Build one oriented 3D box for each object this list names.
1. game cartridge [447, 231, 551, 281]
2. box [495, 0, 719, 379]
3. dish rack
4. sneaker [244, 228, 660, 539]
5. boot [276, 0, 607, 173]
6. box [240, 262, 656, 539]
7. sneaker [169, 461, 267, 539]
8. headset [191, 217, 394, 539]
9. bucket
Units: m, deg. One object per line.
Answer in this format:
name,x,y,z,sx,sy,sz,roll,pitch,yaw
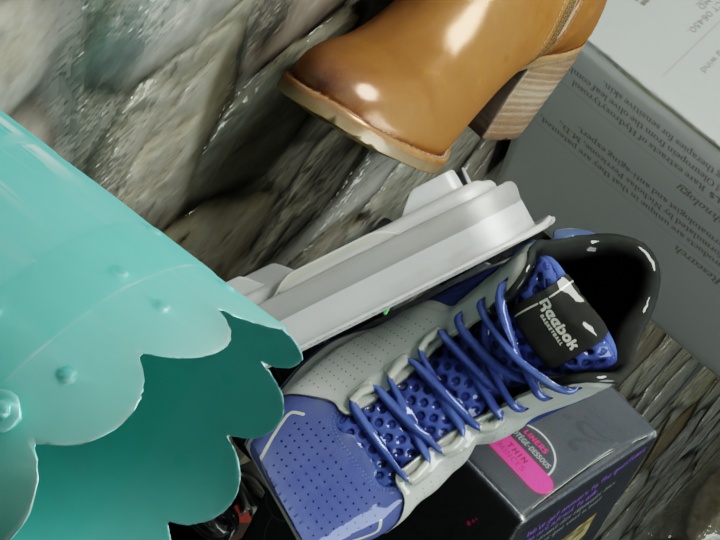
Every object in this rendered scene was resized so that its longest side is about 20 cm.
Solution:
game cartridge,0.069,0.027,1.708,0.200,0.038,0.129,-53,162,15
box,0.216,-0.083,1.510,0.199,0.200,0.172,-42,163,-28
dish rack,0.000,0.000,1.235,0.171,0.044,0.200,-26,-179,5
sneaker,0.047,0.036,1.175,0.199,0.081,0.115,-33,178,-15
boot,0.054,-0.124,1.160,0.200,0.077,0.156,-7,130,-56
box,0.031,0.117,1.331,0.106,0.122,0.201,-26,152,-42
sneaker,-0.070,0.133,1.467,0.200,0.077,0.082,-32,152,-53
headset,-0.037,0.052,1.402,0.200,0.094,0.124,-58,175,-37
bucket,-0.132,0.052,0.903,0.207,0.135,0.207,-46,166,-15
